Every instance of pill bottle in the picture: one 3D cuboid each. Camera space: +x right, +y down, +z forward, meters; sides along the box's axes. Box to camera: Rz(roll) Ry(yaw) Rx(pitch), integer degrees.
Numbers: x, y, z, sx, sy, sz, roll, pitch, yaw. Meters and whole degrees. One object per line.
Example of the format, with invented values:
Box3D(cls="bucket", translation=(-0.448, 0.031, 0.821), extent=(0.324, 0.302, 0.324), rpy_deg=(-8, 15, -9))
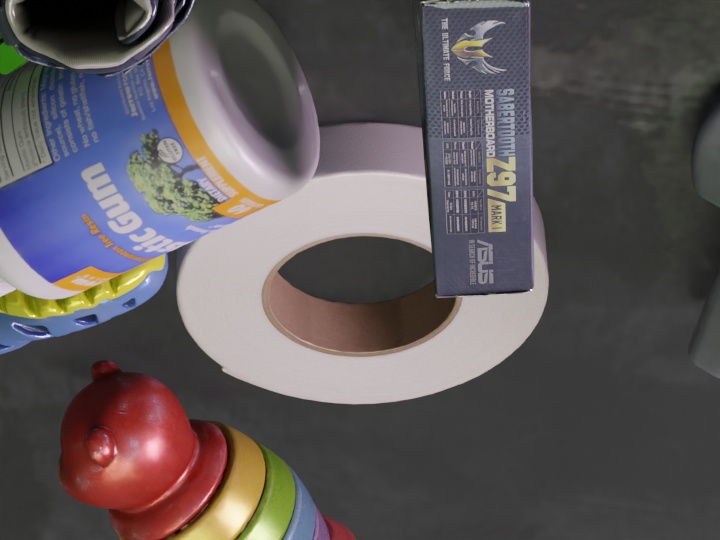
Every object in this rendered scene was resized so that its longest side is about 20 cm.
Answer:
Box3D(cls="pill bottle", translation=(-0.129, -0.053, 1.320), extent=(0.199, 0.113, 0.112), rpy_deg=(-24, 137, 25))

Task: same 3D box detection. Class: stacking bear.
Box3D(cls="stacking bear", translation=(-0.098, 0.134, 1.569), extent=(0.113, 0.122, 0.200), rpy_deg=(-22, 130, 27))

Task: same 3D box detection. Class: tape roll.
Box3D(cls="tape roll", translation=(0.000, 0.000, 1.453), extent=(0.202, 0.037, 0.203), rpy_deg=(-2, 142, -1))

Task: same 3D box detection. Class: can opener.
Box3D(cls="can opener", translation=(0.197, -0.025, 1.432), extent=(0.067, 0.053, 0.200), rpy_deg=(29, 144, 13))

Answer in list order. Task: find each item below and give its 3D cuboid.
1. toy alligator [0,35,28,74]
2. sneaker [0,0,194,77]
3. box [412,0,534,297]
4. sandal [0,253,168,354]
Box3D(cls="toy alligator", translation=(-0.146, -0.132, 1.270), extent=(0.199, 0.059, 0.054), rpy_deg=(-25, 97, 26))
Box3D(cls="sneaker", translation=(-0.065, -0.146, 1.146), extent=(0.202, 0.146, 0.077), rpy_deg=(-29, 100, -1))
Box3D(cls="box", translation=(0.049, -0.109, 1.219), extent=(0.051, 0.158, 0.200), rpy_deg=(-3, 141, 2))
Box3D(cls="sandal", translation=(-0.189, 0.011, 1.437), extent=(0.199, 0.080, 0.087), rpy_deg=(-10, 152, 20))
